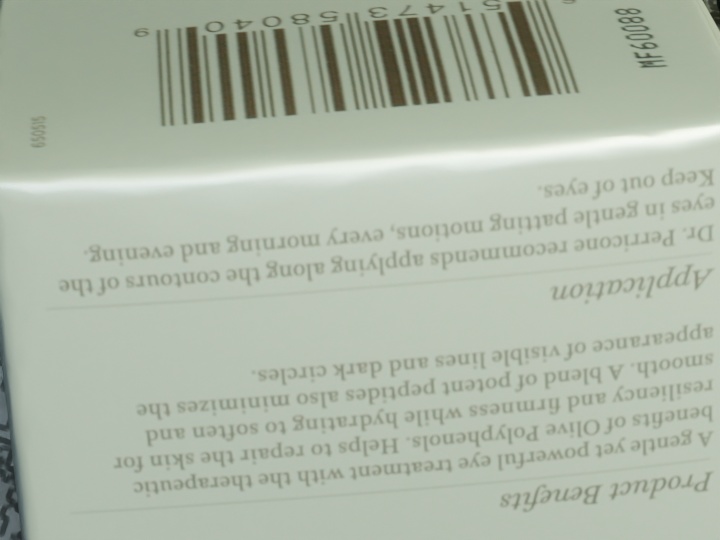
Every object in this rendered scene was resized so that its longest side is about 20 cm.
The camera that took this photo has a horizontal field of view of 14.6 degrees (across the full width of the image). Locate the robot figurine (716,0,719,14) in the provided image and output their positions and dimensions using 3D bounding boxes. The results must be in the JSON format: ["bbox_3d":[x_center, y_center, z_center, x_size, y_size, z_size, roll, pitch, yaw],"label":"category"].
[{"bbox_3d":[0.166,-0.064,0.797,0.144,0.058,0.201,0,96,15],"label":"robot figurine"}]

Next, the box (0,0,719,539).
[{"bbox_3d":[0.000,0.000,0.802,0.198,0.200,0.172,-5,117,-3],"label":"box"}]
